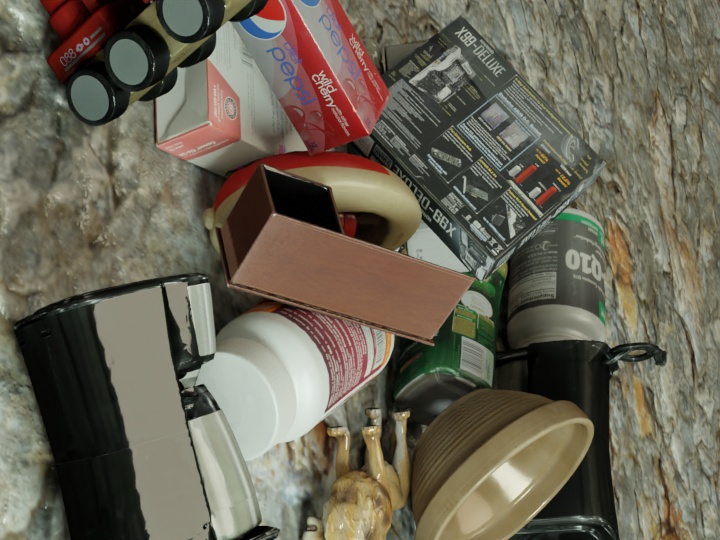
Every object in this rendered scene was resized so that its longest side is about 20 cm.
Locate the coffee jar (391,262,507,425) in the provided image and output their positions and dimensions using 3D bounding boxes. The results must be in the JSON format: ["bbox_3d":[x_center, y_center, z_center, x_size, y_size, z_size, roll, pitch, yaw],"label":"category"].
[{"bbox_3d":[0.092,0.049,1.473,0.085,0.104,0.202,26,50,-17],"label":"coffee jar"}]

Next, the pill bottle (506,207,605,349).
[{"bbox_3d":[0.225,0.038,1.687,0.113,0.112,0.202,40,45,-42],"label":"pill bottle"}]

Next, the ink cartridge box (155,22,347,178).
[{"bbox_3d":[-0.093,-0.140,1.304,0.199,0.067,0.118,23,57,-51],"label":"ink cartridge box"}]

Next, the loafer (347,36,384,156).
[{"bbox_3d":[-0.006,-0.128,1.444,0.070,0.069,0.203,-56,141,-76],"label":"loafer"}]

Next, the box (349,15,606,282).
[{"bbox_3d":[0.100,-0.114,1.340,0.157,0.050,0.200,-39,79,-24],"label":"box"}]

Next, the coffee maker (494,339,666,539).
[{"bbox_3d":[0.215,0.183,1.515,0.134,0.191,0.202,26,53,-40],"label":"coffee maker"}]

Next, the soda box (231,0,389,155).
[{"bbox_3d":[-0.054,-0.199,1.196,0.201,0.063,0.070,58,34,-24],"label":"soda box"}]

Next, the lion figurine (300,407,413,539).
[{"bbox_3d":[0.013,0.193,1.317,0.199,0.072,0.124,-11,95,-64],"label":"lion figurine"}]

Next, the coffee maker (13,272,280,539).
[{"bbox_3d":[-0.164,0.114,1.007,0.191,0.134,0.202,-14,87,-58],"label":"coffee maker"}]

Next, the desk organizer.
[{"bbox_3d":[-0.011,-0.012,1.200,0.198,0.077,0.072,17,34,-28],"label":"desk organizer"}]

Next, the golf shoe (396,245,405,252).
[{"bbox_3d":[0.000,0.000,1.362,0.078,0.094,0.203,-6,83,-62],"label":"golf shoe"}]

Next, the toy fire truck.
[{"bbox_3d":[-0.184,-0.243,1.122,0.201,0.175,0.129,54,34,-3],"label":"toy fire truck"}]

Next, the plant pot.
[{"bbox_3d":[0.114,0.178,1.363,0.093,0.202,0.200,47,20,28],"label":"plant pot"}]

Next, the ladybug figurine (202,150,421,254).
[{"bbox_3d":[-0.043,-0.055,1.271,0.198,0.136,0.073,0,57,-28],"label":"ladybug figurine"}]

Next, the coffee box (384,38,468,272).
[{"bbox_3d":[0.073,-0.110,1.429,0.113,0.079,0.202,80,4,-68],"label":"coffee box"}]

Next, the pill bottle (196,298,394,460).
[{"bbox_3d":[-0.059,0.076,1.217,0.200,0.109,0.111,-33,104,-58],"label":"pill bottle"}]
